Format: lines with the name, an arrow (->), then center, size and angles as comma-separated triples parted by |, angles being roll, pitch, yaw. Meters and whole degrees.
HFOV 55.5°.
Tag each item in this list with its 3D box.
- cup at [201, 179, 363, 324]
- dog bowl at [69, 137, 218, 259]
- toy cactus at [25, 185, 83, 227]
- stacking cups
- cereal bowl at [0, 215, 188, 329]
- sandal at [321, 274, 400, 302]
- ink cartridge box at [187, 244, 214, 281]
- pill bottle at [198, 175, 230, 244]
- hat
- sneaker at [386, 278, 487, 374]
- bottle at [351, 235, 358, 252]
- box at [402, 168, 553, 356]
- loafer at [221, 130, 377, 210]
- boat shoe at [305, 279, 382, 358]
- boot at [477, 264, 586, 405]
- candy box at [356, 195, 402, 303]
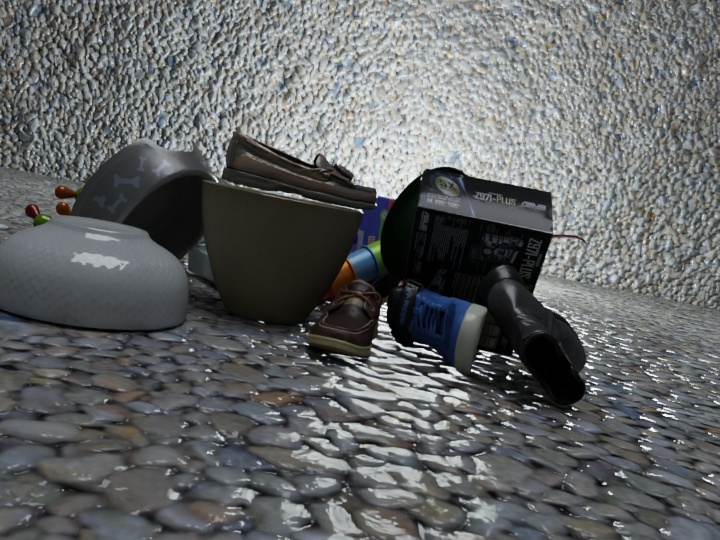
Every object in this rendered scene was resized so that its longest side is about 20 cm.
cup -> -0.105, -0.019, 0.827 | 0.195, 0.147, 0.200 | 12, 6, -1
dog bowl -> -0.258, -0.071, 0.850 | 0.059, 0.201, 0.199 | 43, 16, 16
toy cactus -> -0.377, -0.052, 1.012 | 0.197, 0.104, 0.165 | 9, 25, -46
stacking cups -> 0.000, 0.000, 0.975 | 0.197, 0.062, 0.060 | -27, 24, -26
cereal bowl -> -0.267, -0.005, 0.690 | 0.195, 0.086, 0.200 | 12, 6, -1
sandal -> -0.007, 0.012, 1.020 | 0.197, 0.078, 0.043 | -12, -7, -38
ink cartridge box -> -0.162, 0.000, 1.063 | 0.192, 0.045, 0.199 | 8, 3, -32
pill bottle -> -0.261, -0.098, 1.070 | 0.110, 0.116, 0.200 | 11, 5, 2
hat -> 0.147, -0.034, 0.907 | 0.165, 0.201, 0.176 | 37, 3, -43
sneaker -> 0.078, 0.058, 0.763 | 0.109, 0.079, 0.200 | 18, 2, 6
bottle -> -0.052, -0.064, 1.197 | 0.196, 0.066, 0.084 | 0, 34, -37
box -> 0.137, -0.008, 0.859 | 0.159, 0.203, 0.087 | 11, 40, 5
loafer -> -0.068, -0.120, 0.835 | 0.195, 0.065, 0.072 | 10, 7, -16
boat shoe -> -0.010, 0.045, 0.750 | 0.070, 0.074, 0.200 | 12, 6, 11
boot -> 0.200, 0.094, 0.727 | 0.199, 0.070, 0.133 | 37, 20, -34
candy box -> 0.073, -0.035, 1.203 | 0.076, 0.174, 0.198 | 12, 6, 34
